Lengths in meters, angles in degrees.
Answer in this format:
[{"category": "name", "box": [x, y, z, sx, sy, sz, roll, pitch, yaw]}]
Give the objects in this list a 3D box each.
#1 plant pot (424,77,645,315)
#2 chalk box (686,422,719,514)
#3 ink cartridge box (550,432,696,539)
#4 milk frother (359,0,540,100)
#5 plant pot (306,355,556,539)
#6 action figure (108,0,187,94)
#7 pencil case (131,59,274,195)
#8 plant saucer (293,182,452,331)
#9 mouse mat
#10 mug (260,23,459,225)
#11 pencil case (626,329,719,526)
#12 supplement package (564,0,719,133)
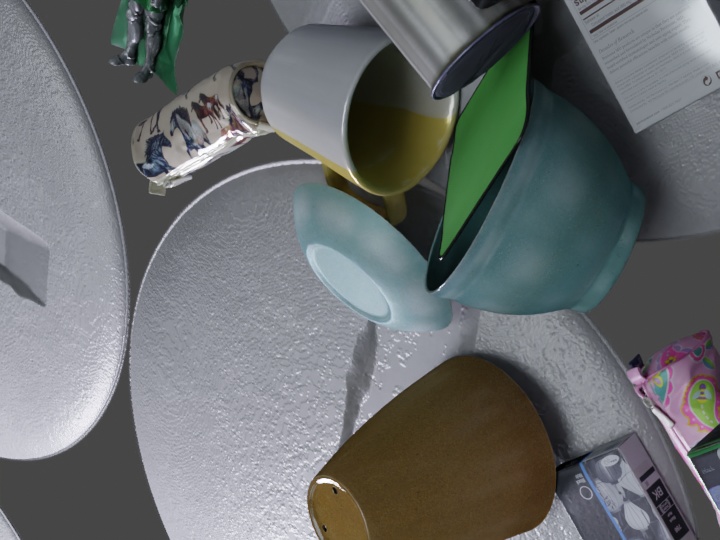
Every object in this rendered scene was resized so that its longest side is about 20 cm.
[{"category": "plant pot", "box": [0.157, -0.044, 1.246, 0.133, 0.201, 0.201, 25, 132, -8]}, {"category": "chalk box", "box": [0.353, 0.157, 1.146, 0.124, 0.199, 0.124, -30, 89, 45]}, {"category": "ink cartridge box", "box": [0.266, 0.260, 1.386, 0.099, 0.039, 0.201, -33, 88, 44]}, {"category": "milk frother", "box": [0.017, -0.233, 1.172, 0.189, 0.199, 0.181, 51, 166, 9]}, {"category": "plant pot", "box": [0.054, 0.202, 1.406, 0.186, 0.199, 0.188, 26, 126, 43]}, {"category": "action figure", "box": [-0.218, -0.298, 1.533, 0.118, 0.055, 0.201, 35, 125, 28]}, {"category": "pencil case", "box": [-0.156, -0.149, 1.527, 0.199, 0.077, 0.090, -23, 73, 44]}, {"category": "plant saucer", "box": [0.000, 0.000, 1.427, 0.200, 0.039, 0.201, 36, 158, 16]}, {"category": "mouse mat", "box": [0.109, -0.121, 1.250, 0.007, 0.201, 0.161, 21, 132, -11]}, {"category": "mug", "box": [-0.018, -0.144, 1.365, 0.153, 0.149, 0.188, 23, 103, 41]}, {"category": "pencil case", "box": [0.309, 0.152, 1.262, 0.087, 0.087, 0.201, -32, 89, 45]}, {"category": "supplement package", "box": [0.230, -0.229, 1.130, 0.109, 0.113, 0.201, -28, 89, 44]}]
